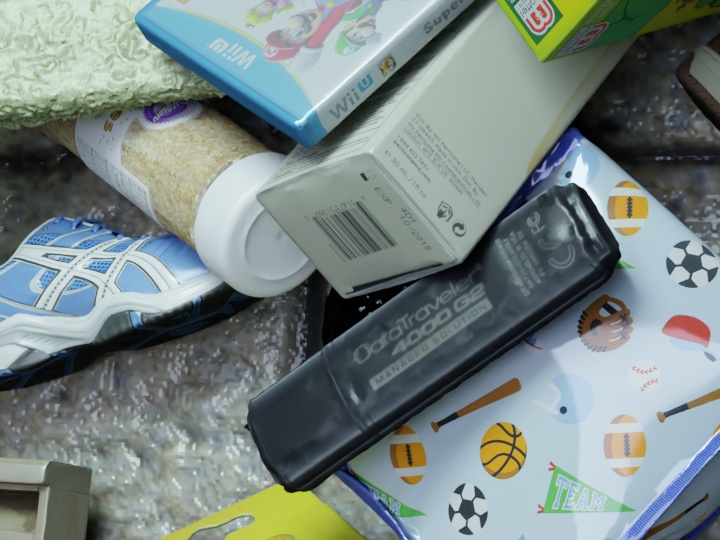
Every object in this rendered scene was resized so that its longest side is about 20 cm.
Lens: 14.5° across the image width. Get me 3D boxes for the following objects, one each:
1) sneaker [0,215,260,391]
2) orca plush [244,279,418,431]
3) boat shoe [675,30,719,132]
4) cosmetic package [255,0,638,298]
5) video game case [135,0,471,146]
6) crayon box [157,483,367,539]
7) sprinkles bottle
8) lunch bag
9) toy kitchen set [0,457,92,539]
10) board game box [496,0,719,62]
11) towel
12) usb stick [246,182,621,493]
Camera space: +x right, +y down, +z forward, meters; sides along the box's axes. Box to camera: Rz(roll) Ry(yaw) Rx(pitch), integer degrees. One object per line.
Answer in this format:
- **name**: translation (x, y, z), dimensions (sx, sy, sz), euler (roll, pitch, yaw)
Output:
- **sneaker**: translation (-0.132, 0.004, 1.469), dimensions (0.200, 0.076, 0.077), euler (-16, 79, 16)
- **orca plush**: translation (0.000, 0.000, 1.422), dimensions (0.105, 0.071, 0.200), euler (38, 95, 23)
- **boat shoe**: translation (0.239, -0.052, 1.341), dimensions (0.075, 0.075, 0.202), euler (-42, 68, 2)
- **cosmetic package**: translation (0.051, -0.084, 1.347), dimensions (0.200, 0.071, 0.105), euler (-50, 18, -30)
- **video game case**: translation (0.005, -0.155, 1.338), dimensions (0.200, 0.018, 0.143), euler (-43, 44, -12)
- **crayon box**: translation (-0.030, 0.184, 1.350), dimensions (0.127, 0.051, 0.200), euler (-22, 36, -23)
- **sprinkles bottle**: translation (-0.093, -0.057, 1.433), dimensions (0.200, 0.068, 0.068), euler (37, 94, 46)
- **lunch bag**: translation (0.098, 0.066, 1.347), dimensions (0.200, 0.124, 0.170), euler (-47, 69, -1)
- **toy kitchen set**: translation (-0.263, 0.082, 1.426), dimensions (0.180, 0.200, 0.163), euler (1, 81, 29)
- **board game box**: translation (0.161, -0.162, 1.307), dimensions (0.048, 0.200, 0.102), euler (55, 133, 15)
- **towel**: translation (-0.135, -0.145, 1.418), dimensions (0.200, 0.036, 0.149), euler (-9, 73, 3)
- **usb stick**: translation (0.031, 0.032, 1.301), dimensions (0.200, 0.033, 0.056), euler (-36, 62, 19)
